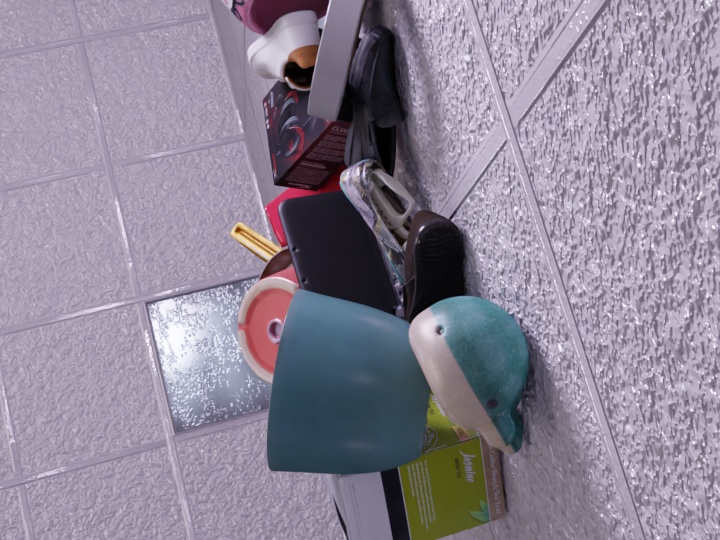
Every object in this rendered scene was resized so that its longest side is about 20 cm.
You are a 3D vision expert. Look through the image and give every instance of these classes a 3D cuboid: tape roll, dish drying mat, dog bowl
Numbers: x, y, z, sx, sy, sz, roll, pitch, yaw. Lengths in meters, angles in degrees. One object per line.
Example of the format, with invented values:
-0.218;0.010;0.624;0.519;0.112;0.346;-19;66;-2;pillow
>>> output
-0.022;-0.279;1.110;0.203;0.037;0.203;-165;90;-88;tape roll
-0.052;-0.116;1.369;0.018;0.200;0.077;21;-139;-57;dish drying mat
-0.086;-0.374;1.170;0.074;0.200;0.200;62;167;11;dog bowl

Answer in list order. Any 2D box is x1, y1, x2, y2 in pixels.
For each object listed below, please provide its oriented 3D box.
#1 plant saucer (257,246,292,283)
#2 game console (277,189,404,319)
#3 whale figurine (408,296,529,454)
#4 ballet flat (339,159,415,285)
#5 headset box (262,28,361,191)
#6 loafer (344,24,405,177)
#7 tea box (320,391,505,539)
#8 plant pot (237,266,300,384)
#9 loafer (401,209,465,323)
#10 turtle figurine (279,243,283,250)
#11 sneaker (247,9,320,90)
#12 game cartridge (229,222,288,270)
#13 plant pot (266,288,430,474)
-0.086;0.062;1.423;0.200;0.034;0.201;-1;89;43;plant saucer
0.000;0.000;1.220;0.176;0.116;0.200;39;-150;-61;game console
0.129;0.105;0.940;0.200;0.104;0.159;52;-171;-43;whale figurine
0.050;-0.052;1.151;0.201;0.072;0.072;56;169;2;ballet flat
-0.054;-0.224;1.296;0.200;0.075;0.149;-38;54;50;headset box
0.025;-0.202;1.156;0.070;0.068;0.201;26;131;25;loafer
0.051;0.228;1.171;0.200;0.196;0.134;-126;24;-62;tea box
-0.056;0.072;1.259;0.200;0.177;0.201;3;95;36;plant pot
0.085;0.014;1.095;0.071;0.073;0.200;-108;17;-54;loafer
-0.048;-0.098;1.575;0.064;0.200;0.162;13;-104;-53;turtle figurine
-0.098;-0.266;1.221;0.200;0.073;0.085;167;88;-73;sneaker
-0.110;0.002;1.585;0.176;0.032;0.200;33;176;30;game cartridge
-0.003;0.131;1.025;0.201;0.160;0.201;8;-90;-85;plant pot
